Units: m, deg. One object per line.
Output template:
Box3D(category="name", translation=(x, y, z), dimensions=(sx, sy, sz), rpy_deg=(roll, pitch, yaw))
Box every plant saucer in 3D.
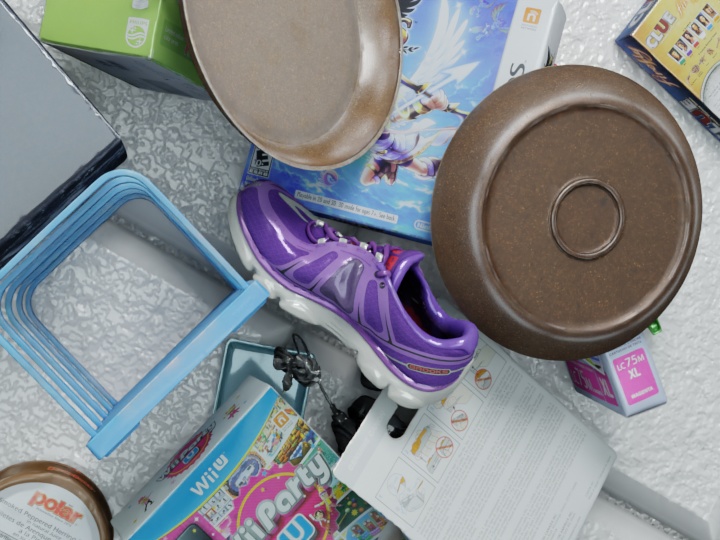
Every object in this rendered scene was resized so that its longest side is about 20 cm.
Box3D(category="plant saucer", translation=(0.146, -0.036, 0.789), dimensions=(0.198, 0.034, 0.203), rpy_deg=(-1, 96, -13))
Box3D(category="plant saucer", translation=(-0.046, -0.163, 0.761), dimensions=(0.199, 0.032, 0.202), rpy_deg=(8, 79, -47))
Box3D(category="plant saucer", translation=(-0.087, 0.155, 0.892), dimensions=(0.069, 0.019, 0.202), rpy_deg=(11, 89, -11))

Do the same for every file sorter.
Box3D(category="file sorter", translation=(-0.155, 0.020, 0.785), dimensions=(0.139, 0.200, 0.123), rpy_deg=(-43, 95, -6))

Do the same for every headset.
Box3D(category="headset", translation=(0.025, 0.099, 0.869), dimensions=(0.199, 0.094, 0.125), rpy_deg=(25, 82, -23))

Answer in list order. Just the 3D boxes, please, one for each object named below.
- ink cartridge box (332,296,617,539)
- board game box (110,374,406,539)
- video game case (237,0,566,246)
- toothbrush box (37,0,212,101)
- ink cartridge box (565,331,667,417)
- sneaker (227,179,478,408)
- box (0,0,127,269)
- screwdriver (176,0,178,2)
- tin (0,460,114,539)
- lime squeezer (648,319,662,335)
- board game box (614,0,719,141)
Box3D(category="ink cartridge box", translation=(0.081, 0.145, 0.872), dimensions=(0.200, 0.050, 0.163), rpy_deg=(40, 65, -15))
Box3D(category="board game box", translation=(-0.058, 0.200, 0.858), dimensions=(0.148, 0.064, 0.200), rpy_deg=(-46, 106, -12))
Box3D(category="video game case", translation=(0.028, -0.119, 0.847), dimensions=(0.198, 0.045, 0.183), rpy_deg=(15, 88, 18))
Box3D(category="toothbrush box", translation=(-0.127, -0.229, 0.799), dimensions=(0.085, 0.146, 0.202), rpy_deg=(12, 91, 16))
Box3D(category="ink cartridge box", translation=(0.159, 0.003, 0.881), dimensions=(0.042, 0.119, 0.202), rpy_deg=(-20, 96, -6))
Box3D(category="sneaker", translation=(0.000, 0.000, 0.800), dimensions=(0.200, 0.081, 0.084), rpy_deg=(39, 126, 4))
Box3D(category="box", translation=(-0.261, -0.057, 0.761), dimensions=(0.196, 0.200, 0.118), rpy_deg=(-42, 98, -6))
Box3D(category="screwdriver", translation=(-0.092, -0.146, 0.761), dimensions=(0.028, 0.200, 0.029), rpy_deg=(-30, 65, 9))
Box3D(category="tin", translation=(-0.257, 0.235, 0.853), dimensions=(0.111, 0.042, 0.201), rpy_deg=(31, 86, -14))
Box3D(category="lime squeezer", translation=(0.192, -0.038, 0.900), dimensions=(0.037, 0.071, 0.201), rpy_deg=(-15, 133, 8))
Box3D(category="board game box", translation=(0.316, -0.217, 0.947), dimensions=(0.135, 0.035, 0.200), rpy_deg=(40, 85, -9))
